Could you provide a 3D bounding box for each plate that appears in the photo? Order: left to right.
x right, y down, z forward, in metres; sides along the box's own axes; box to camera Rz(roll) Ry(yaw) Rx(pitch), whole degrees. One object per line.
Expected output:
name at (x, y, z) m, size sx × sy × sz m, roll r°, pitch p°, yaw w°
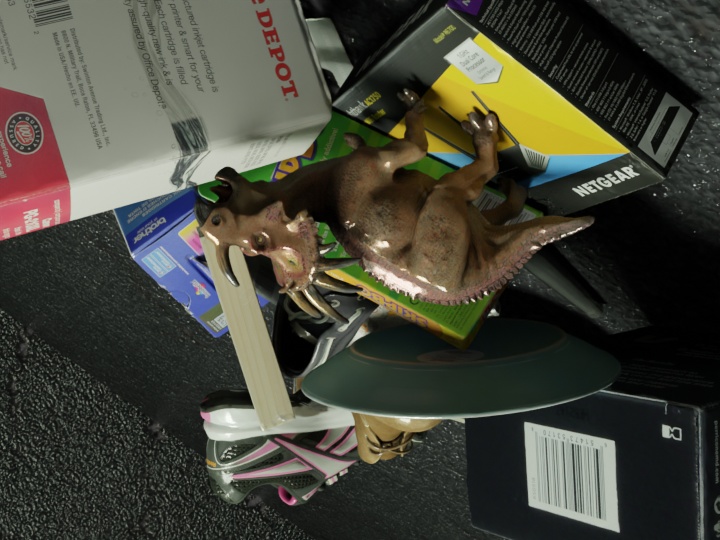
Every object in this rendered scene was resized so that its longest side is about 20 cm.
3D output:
plate at (0.061, 0.054, 0.711) m, size 0.198 × 0.026 × 0.200 m, roll -3°, pitch -172°, yaw 0°

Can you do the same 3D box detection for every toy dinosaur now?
toy dinosaur at (0.021, -0.020, 0.637) m, size 0.199 × 0.136 × 0.086 m, roll 20°, pitch 157°, yaw 12°

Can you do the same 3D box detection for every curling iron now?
curling iron at (0.112, -0.024, 0.848) m, size 0.199 × 0.026 × 0.050 m, roll 34°, pitch -177°, yaw -21°

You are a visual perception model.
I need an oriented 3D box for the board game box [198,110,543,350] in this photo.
board game box at (0.003, -0.038, 0.707) m, size 0.199 × 0.096 × 0.030 m, roll 29°, pitch 159°, yaw 17°

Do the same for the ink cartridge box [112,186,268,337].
ink cartridge box at (-0.153, -0.036, 1.011) m, size 0.137 × 0.076 × 0.201 m, roll 51°, pitch -173°, yaw -46°

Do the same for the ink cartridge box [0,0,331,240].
ink cartridge box at (-0.135, -0.119, 0.660) m, size 0.084 × 0.199 × 0.146 m, roll 143°, pitch 109°, yaw -72°

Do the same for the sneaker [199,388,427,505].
sneaker at (-0.039, 0.140, 0.905) m, size 0.199 × 0.087 × 0.080 m, roll 3°, pitch -175°, yaw -30°

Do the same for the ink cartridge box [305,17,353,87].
ink cartridge box at (-0.082, -0.145, 0.845) m, size 0.198 × 0.048 × 0.160 m, roll 4°, pitch 150°, yaw 23°

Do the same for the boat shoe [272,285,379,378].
boat shoe at (-0.023, 0.022, 0.803) m, size 0.072 × 0.063 × 0.200 m, roll 33°, pitch 153°, yaw 4°

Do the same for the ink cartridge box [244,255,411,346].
ink cartridge box at (0.000, 0.000, 0.860) m, size 0.176 × 0.045 × 0.200 m, roll 33°, pitch 153°, yaw 4°

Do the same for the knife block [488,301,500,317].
knife block at (0.033, -0.002, 0.949) m, size 0.175 × 0.064 × 0.200 m, roll 32°, pitch 157°, yaw 5°

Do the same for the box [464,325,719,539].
box at (0.204, 0.113, 0.747) m, size 0.199 × 0.119 × 0.196 m, roll -8°, pitch -172°, yaw -35°

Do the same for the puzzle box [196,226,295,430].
puzzle box at (-0.086, 0.030, 0.827) m, size 0.200 × 0.025 × 0.134 m, roll -151°, pitch 43°, yaw -80°

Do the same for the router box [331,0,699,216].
router box at (0.079, -0.094, 0.674) m, size 0.149 × 0.051 × 0.200 m, roll 36°, pitch 163°, yaw -11°

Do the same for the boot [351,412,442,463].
boot at (0.027, 0.098, 0.783) m, size 0.073 × 0.076 × 0.200 m, roll -1°, pitch 180°, yaw -7°

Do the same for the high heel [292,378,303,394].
high heel at (-0.051, 0.058, 1.118) m, size 0.071 × 0.143 × 0.200 m, roll 17°, pitch 156°, yaw 37°

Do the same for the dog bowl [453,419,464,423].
dog bowl at (0.137, 0.105, 0.976) m, size 0.199 × 0.074 × 0.200 m, roll 16°, pitch 174°, yaw 2°
